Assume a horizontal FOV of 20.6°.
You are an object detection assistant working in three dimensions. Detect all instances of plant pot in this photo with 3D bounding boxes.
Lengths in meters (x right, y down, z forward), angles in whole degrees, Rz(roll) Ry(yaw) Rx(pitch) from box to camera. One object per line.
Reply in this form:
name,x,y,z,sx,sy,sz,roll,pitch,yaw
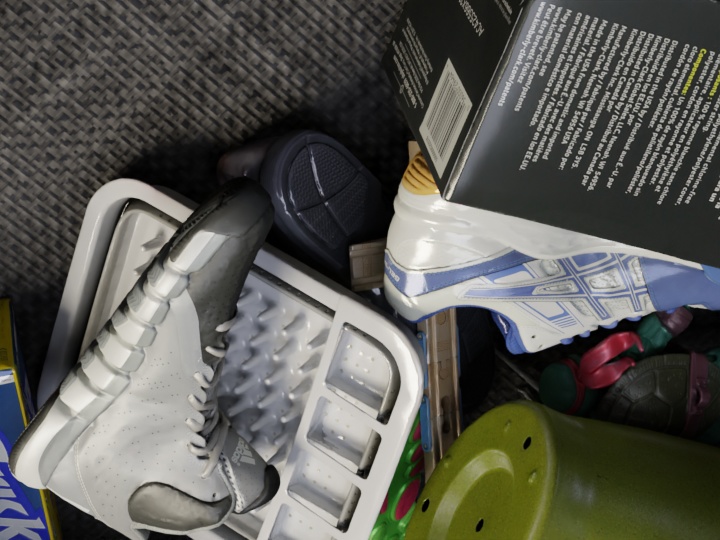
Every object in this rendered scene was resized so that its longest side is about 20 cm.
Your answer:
plant pot,0.129,0.158,0.975,0.193,0.200,0.200,28,113,-20

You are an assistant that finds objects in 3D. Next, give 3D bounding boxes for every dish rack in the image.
dish rack,-0.062,0.056,0.998,0.200,0.044,0.172,29,120,18

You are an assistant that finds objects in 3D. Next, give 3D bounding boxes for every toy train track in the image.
toy train track,0.048,0.033,1.008,0.115,0.033,0.200,-13,105,-44

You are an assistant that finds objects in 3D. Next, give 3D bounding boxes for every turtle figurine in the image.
turtle figurine,0.154,0.058,1.065,0.200,0.101,0.150,9,131,-27

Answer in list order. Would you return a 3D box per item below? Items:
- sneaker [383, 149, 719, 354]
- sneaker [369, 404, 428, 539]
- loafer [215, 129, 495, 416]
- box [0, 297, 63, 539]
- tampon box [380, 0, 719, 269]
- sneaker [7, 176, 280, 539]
sneaker,0.103,0.000,0.972,0.200,0.075,0.088,12,109,-17
sneaker,-0.015,0.121,1.092,0.077,0.084,0.200,-30,149,-39
loafer,0.000,0.000,1.026,0.200,0.063,0.072,51,59,-35
box,-0.196,0.118,1.046,0.064,0.070,0.200,-11,123,-6
tampon box,0.135,-0.096,0.930,0.200,0.150,0.126,14,117,-19
sneaker,-0.071,0.054,0.945,0.115,0.075,0.200,37,117,-6
